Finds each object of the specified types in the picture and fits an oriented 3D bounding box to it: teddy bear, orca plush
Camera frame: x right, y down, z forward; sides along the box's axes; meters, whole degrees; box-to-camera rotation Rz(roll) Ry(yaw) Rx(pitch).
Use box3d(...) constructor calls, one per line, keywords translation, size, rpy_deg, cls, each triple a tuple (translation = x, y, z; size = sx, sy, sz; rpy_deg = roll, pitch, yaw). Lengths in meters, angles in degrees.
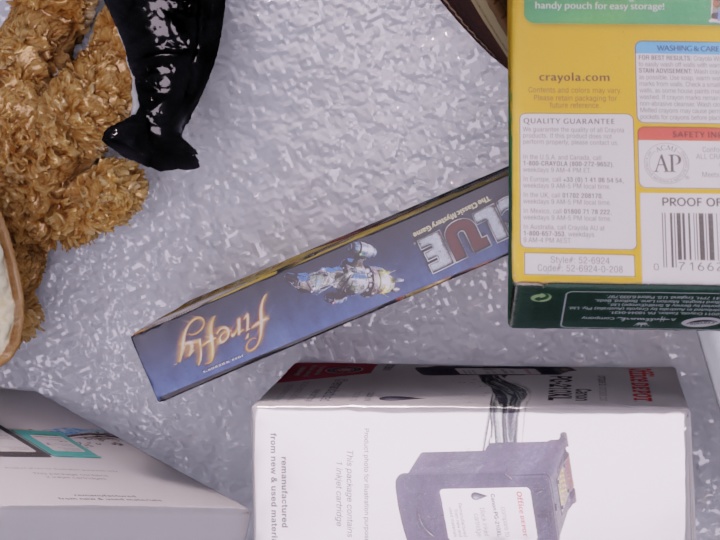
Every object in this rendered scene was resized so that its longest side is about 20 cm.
box3d(translation=(-0.170, -0.061, 1.030), size=(0.200, 0.067, 0.145), rpy_deg=(-45, 87, 8), cls="teddy bear")
box3d(translation=(-0.100, -0.153, 0.978), size=(0.104, 0.071, 0.202), rpy_deg=(14, 66, -18), cls="orca plush")

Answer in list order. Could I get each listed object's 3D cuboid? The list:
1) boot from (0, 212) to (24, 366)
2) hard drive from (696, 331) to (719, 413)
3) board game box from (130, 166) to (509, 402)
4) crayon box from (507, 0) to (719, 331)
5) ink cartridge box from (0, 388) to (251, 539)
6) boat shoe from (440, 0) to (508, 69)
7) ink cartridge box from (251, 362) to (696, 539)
box3d(translation=(-0.254, -0.036, 0.996), size=(0.199, 0.066, 0.177), rpy_deg=(-3, 109, 42), cls="boot")
box3d(translation=(0.220, 0.033, 0.919), size=(0.131, 0.027, 0.202), rpy_deg=(-16, 91, 9), cls="hard drive")
box3d(translation=(0.000, 0.000, 0.982), size=(0.198, 0.135, 0.035), rpy_deg=(-23, 93, 8), cls="board game box")
box3d(translation=(0.126, -0.075, 0.886), size=(0.124, 0.052, 0.202), rpy_deg=(1, 67, 2), cls="crayon box")
box3d(translation=(-0.176, 0.149, 0.965), size=(0.199, 0.145, 0.148), rpy_deg=(19, 100, 49), cls="ink cartridge box")
box3d(translation=(0.032, -0.176, 0.988), size=(0.072, 0.072, 0.201), rpy_deg=(-6, 130, 45), cls="boat shoe")
box3d(translation=(0.056, 0.093, 0.979), size=(0.198, 0.145, 0.085), rpy_deg=(0, 95, 6), cls="ink cartridge box")
